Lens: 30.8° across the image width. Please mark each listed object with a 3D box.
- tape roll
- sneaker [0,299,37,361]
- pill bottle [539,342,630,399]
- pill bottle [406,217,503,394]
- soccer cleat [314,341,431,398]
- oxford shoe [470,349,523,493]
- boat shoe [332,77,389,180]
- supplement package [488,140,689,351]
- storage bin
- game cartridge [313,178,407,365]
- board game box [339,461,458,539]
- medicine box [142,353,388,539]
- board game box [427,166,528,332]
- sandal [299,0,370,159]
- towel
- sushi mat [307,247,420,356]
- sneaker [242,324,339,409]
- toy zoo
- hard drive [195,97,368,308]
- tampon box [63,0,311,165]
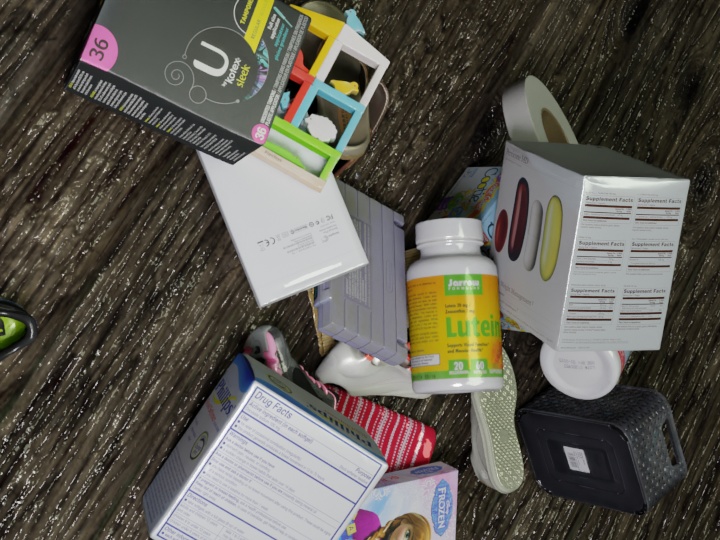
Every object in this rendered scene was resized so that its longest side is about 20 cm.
[{"bbox_3d":[0.247,-0.155,1.700,0.203,0.037,0.204,48,29,-37],"label":"tape roll"},{"bbox_3d":[-0.396,0.069,1.230,0.198,0.082,0.072,-16,102,-37],"label":"sneaker"},{"bbox_3d":[0.320,0.078,1.763,0.200,0.108,0.110,-50,123,-51],"label":"pill bottle"},{"bbox_3d":[0.111,0.043,1.555,0.110,0.110,0.203,3,81,-38],"label":"pill bottle"},{"bbox_3d":[0.021,0.122,1.588,0.199,0.077,0.070,23,37,-52],"label":"soccer cleat"},{"bbox_3d":[0.169,0.192,1.713,0.074,0.058,0.203,2,77,-32],"label":"oxford shoe"},{"bbox_3d":[-0.022,-0.154,1.530,0.071,0.070,0.201,51,61,-27],"label":"boat shoe"},{"bbox_3d":[0.259,-0.032,1.532,0.145,0.191,0.203,1,106,-23],"label":"supplement package"},{"bbox_3d":[0.318,0.231,1.737,0.093,0.199,0.137,-32,111,-34],"label":"storage bin"},{"bbox_3d":[0.000,0.000,1.531,0.129,0.038,0.202,24,51,-33],"label":"game cartridge"},{"bbox_3d":[0.029,0.349,1.589,0.197,0.041,0.203,-7,104,-34],"label":"board game box"},{"bbox_3d":[-0.104,0.226,1.399,0.181,0.103,0.201,34,93,-21],"label":"medicine box"},{"bbox_3d":[0.194,-0.026,1.688,0.105,0.102,0.201,-50,120,-24],"label":"board game box"},{"bbox_3d":[-0.025,-0.225,1.489,0.079,0.054,0.203,-4,69,-17],"label":"sandal"},{"bbox_3d":[0.007,0.235,1.602,0.199,0.022,0.146,26,75,-36],"label":"towel"},{"bbox_3d":[0.020,0.035,1.608,0.198,0.012,0.097,-17,101,-38],"label":"sushi mat"},{"bbox_3d":[-0.071,0.146,1.497,0.095,0.079,0.202,-28,112,-31],"label":"sneaker"},{"bbox_3d":[-0.054,-0.204,1.444,0.130,0.020,0.202,28,75,-4],"label":"toy zoo"},{"bbox_3d":[-0.088,-0.076,1.438,0.130,0.027,0.202,-21,84,-14],"label":"hard drive"},{"bbox_3d":[-0.177,-0.222,1.330,0.198,0.126,0.152,23,77,-17],"label":"tampon box"}]
